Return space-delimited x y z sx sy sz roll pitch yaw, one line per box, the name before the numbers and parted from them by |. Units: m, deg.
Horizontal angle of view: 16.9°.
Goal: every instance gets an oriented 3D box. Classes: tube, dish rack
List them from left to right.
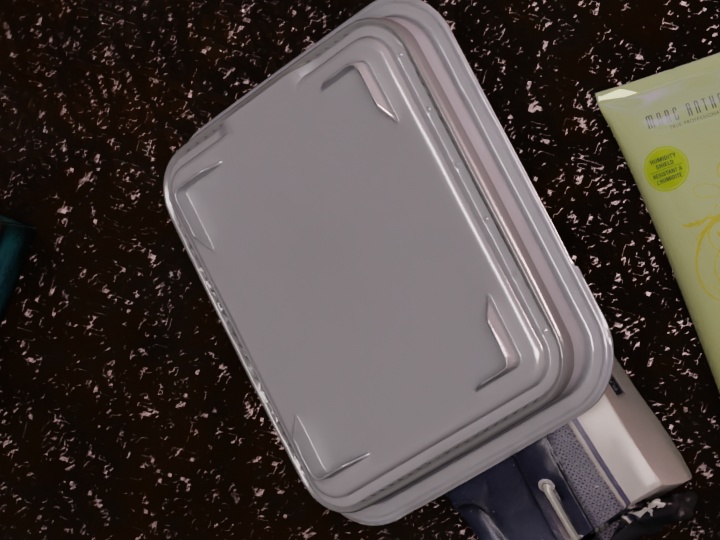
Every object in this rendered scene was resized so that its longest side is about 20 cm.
dish rack | 0.000 0.000 1.049 0.172 0.044 0.200 -33 78 34
tube | 0.170 0.003 1.077 0.058 0.052 0.200 -11 81 -36

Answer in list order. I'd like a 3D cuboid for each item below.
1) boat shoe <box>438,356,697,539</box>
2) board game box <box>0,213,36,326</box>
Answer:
boat shoe | 0.059 0.044 1.075 0.093 0.075 0.200 -35 75 20
board game box | -0.201 0.068 1.063 0.028 0.135 0.200 20 91 5
